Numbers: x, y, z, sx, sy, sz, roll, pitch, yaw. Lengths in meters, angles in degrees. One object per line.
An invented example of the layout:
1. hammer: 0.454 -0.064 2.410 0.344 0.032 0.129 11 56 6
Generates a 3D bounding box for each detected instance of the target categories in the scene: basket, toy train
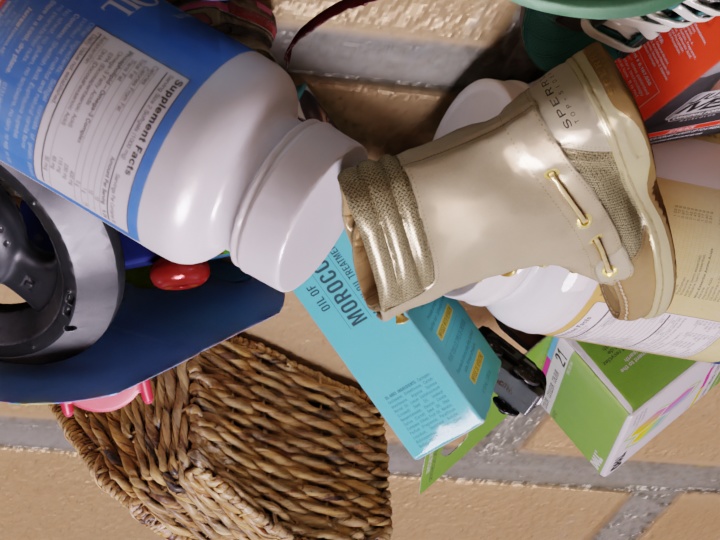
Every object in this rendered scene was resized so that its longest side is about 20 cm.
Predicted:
1. basket: -0.093 0.142 1.765 0.149 0.143 0.200 -25 145 33
2. toy train: -0.154 -0.014 1.555 0.199 0.085 0.116 -11 168 23
3. toy train: 0.029 0.013 1.550 0.034 0.200 0.046 -54 172 20

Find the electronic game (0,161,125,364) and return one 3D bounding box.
1. electronic game: -0.220 -0.027 1.464 0.199 0.042 0.201 17 136 17

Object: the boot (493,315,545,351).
1. boot: 0.092 -0.028 1.577 0.097 0.075 0.200 -35 142 15

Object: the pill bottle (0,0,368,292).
1. pill bottle: -0.100 -0.072 1.310 0.199 0.112 0.112 30 155 14

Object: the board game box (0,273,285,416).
1. board game box: -0.136 0.051 1.552 0.200 0.039 0.158 -27 -155 -34

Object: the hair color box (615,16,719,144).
1. hair color box: 0.201 -0.135 1.348 0.101 0.061 0.200 -13 162 -39

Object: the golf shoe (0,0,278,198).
1. golf shoe: -0.128 -0.074 1.420 0.199 0.093 0.072 -24 147 34

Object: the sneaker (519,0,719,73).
1. sneaker: 0.150 -0.147 1.245 0.071 0.080 0.200 21 130 -32

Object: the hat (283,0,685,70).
1. hat: 0.076 -0.186 1.245 0.199 0.167 0.176 2 175 -10

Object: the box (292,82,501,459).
1. box: 0.000 0.000 1.465 0.049 0.082 0.200 -30 104 21

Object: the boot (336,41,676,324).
1. boot: 0.073 -0.015 1.315 0.155 0.073 0.200 -25 148 -2

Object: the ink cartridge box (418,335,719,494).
1. ink cartridge box: 0.135 0.083 1.630 0.200 0.076 0.148 -39 167 -13

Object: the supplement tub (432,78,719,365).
1. supplement tub: 0.146 -0.030 1.479 0.199 0.145 0.144 10 148 -24
